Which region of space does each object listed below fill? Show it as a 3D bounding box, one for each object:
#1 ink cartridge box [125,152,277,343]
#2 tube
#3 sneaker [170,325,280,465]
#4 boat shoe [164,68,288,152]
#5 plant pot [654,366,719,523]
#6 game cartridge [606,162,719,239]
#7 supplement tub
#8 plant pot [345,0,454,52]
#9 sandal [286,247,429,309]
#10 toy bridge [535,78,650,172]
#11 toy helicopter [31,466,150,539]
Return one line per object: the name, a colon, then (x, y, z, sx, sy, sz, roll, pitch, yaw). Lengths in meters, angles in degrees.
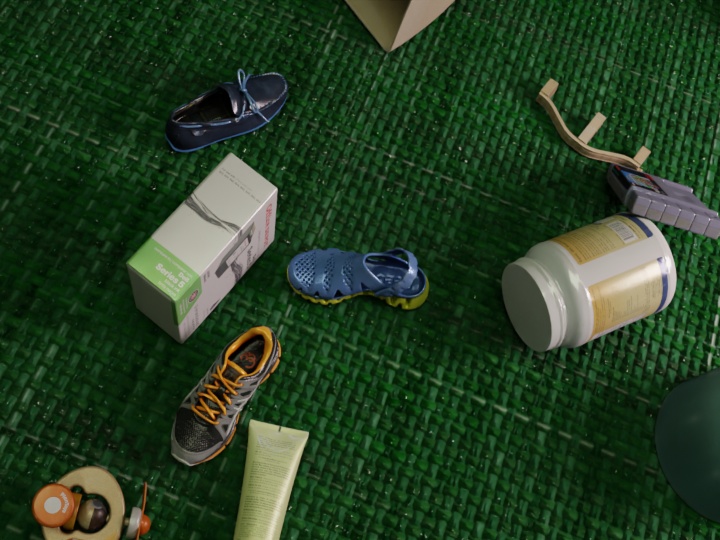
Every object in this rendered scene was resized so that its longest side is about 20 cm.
ink cartridge box: (-0.197, -0.027, 1.127, 0.083, 0.146, 0.201, 35, 66, 8)
tube: (-0.116, 0.282, 1.057, 0.058, 0.051, 0.203, 35, 52, -39)
sneaker: (-0.169, 0.146, 1.091, 0.077, 0.077, 0.202, 30, 66, 4)
boat shoe: (-0.185, -0.231, 1.263, 0.199, 0.069, 0.084, -36, 75, -21)
plant pot: (0.500, 0.207, 1.118, 0.196, 0.162, 0.204, 3, 66, -7)
game cartridge: (0.423, -0.105, 1.248, 0.127, 0.039, 0.200, 21, 20, -2)
supplement tub: (0.303, 0.017, 1.183, 0.197, 0.145, 0.146, -19, 70, -16)
plant pot: (0.079, -0.501, 1.367, 0.175, 0.201, 0.201, -28, 72, -31)
sandal: (0.000, 0.000, 1.178, 0.195, 0.087, 0.081, 1, 67, -6)
toy bridge: (0.352, -0.211, 1.358, 0.199, 0.027, 0.067, 39, 69, 10)
toy helicopter: (-0.293, 0.324, 1.007, 0.130, 0.079, 0.204, -12, 78, -23)
